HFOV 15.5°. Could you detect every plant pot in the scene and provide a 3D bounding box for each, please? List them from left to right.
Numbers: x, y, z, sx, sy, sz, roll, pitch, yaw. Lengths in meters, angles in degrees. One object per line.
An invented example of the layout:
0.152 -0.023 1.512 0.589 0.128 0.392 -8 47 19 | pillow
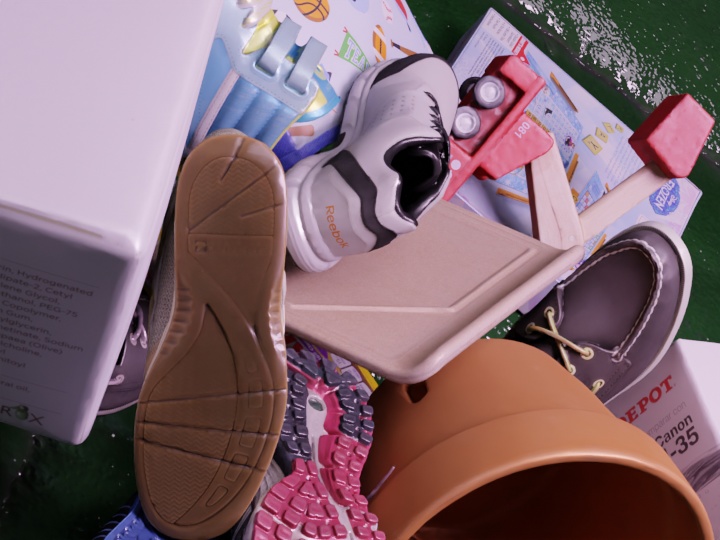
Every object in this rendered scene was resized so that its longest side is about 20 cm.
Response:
0.076 0.132 1.439 0.200 0.200 0.140 20 27 -30 | plant pot

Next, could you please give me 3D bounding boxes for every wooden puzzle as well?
0.000 0.000 1.488 0.200 0.037 0.185 20 30 26 | wooden puzzle

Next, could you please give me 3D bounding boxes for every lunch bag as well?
-0.058 -0.150 1.574 0.170 0.124 0.200 60 22 -7 | lunch bag

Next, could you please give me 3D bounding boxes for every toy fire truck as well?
0.109 -0.058 1.651 0.141 0.200 0.049 40 -4 -9 | toy fire truck

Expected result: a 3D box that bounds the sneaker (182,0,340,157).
-0.063 -0.149 1.437 0.130 0.201 0.080 16 17 1 | sneaker

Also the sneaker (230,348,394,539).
-0.032 0.134 1.340 0.080 0.075 0.200 24 37 -17 | sneaker

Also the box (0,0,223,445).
-0.187 -0.062 1.277 0.199 0.171 0.199 18 51 -5 | box

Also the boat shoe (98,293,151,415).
-0.157 0.038 1.398 0.200 0.057 0.067 -8 62 -47 | boat shoe

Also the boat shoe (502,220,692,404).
0.117 0.053 1.526 0.060 0.201 0.072 -16 59 -49 | boat shoe

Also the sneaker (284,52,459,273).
0.025 -0.063 1.477 0.074 0.080 0.200 64 31 -23 | sneaker

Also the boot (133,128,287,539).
-0.075 0.028 1.346 0.072 0.201 0.155 6 5 -5 | boot

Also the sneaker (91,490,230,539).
-0.115 0.157 1.326 0.070 0.078 0.200 48 15 5 | sneaker

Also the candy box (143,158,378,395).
-0.071 0.017 1.526 0.102 0.026 0.200 -20 70 -47 | candy box

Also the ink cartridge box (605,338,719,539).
0.201 0.162 1.549 0.083 0.147 0.200 8 50 -39 | ink cartridge box

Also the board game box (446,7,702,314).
0.121 -0.056 1.763 0.199 0.041 0.200 41 38 -6 | board game box
